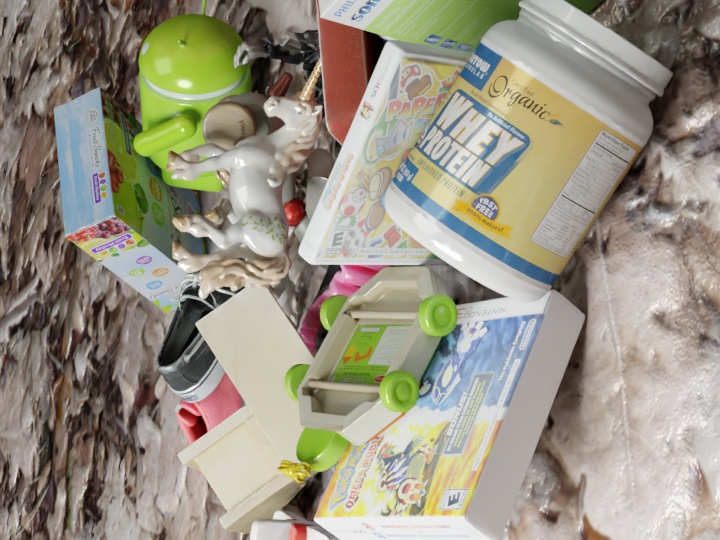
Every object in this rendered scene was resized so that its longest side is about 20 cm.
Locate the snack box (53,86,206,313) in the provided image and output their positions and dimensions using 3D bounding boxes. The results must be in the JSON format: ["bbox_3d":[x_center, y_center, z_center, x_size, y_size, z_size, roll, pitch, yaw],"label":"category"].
[{"bbox_3d":[-0.242,-0.073,1.779,0.068,0.200,0.169,-21,58,16],"label":"snack box"}]

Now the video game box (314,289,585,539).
[{"bbox_3d":[0.067,0.115,1.289,0.182,0.047,0.200,-14,44,52],"label":"video game box"}]

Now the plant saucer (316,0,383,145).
[{"bbox_3d":[0.002,-0.198,1.464,0.037,0.200,0.200,-7,79,12],"label":"plant saucer"}]

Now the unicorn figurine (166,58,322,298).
[{"bbox_3d":[-0.097,-0.078,1.445,0.074,0.137,0.201,160,107,-81],"label":"unicorn figurine"}]

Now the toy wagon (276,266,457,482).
[{"bbox_3d":[-0.002,0.086,1.338,0.155,0.040,0.200,-1,56,56],"label":"toy wagon"}]

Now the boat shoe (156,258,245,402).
[{"bbox_3d":[-0.151,0.032,1.661,0.073,0.068,0.200,2,53,37],"label":"boat shoe"}]

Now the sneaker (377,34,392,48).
[{"bbox_3d":[0.052,-0.250,1.477,0.075,0.085,0.200,-1,47,20],"label":"sneaker"}]

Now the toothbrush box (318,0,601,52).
[{"bbox_3d":[0.084,-0.246,1.307,0.146,0.200,0.086,-41,49,47],"label":"toothbrush box"}]

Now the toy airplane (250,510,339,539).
[{"bbox_3d":[-0.074,0.303,1.400,0.199,0.141,0.200,61,149,25],"label":"toy airplane"}]

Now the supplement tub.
[{"bbox_3d":[0.125,-0.093,1.228,0.200,0.144,0.145,-58,36,9],"label":"supplement tub"}]

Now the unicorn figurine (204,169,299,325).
[{"bbox_3d":[-0.097,-0.003,1.599,0.074,0.137,0.201,0,75,20],"label":"unicorn figurine"}]

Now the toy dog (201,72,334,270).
[{"bbox_3d":[-0.060,-0.103,1.546,0.096,0.200,0.132,-39,33,8],"label":"toy dog"}]

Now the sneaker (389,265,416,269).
[{"bbox_3d":[0.066,-0.096,1.418,0.200,0.104,0.060,-49,-6,-11],"label":"sneaker"}]

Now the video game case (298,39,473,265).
[{"bbox_3d":[0.058,-0.086,1.305,0.023,0.200,0.182,39,116,36],"label":"video game case"}]

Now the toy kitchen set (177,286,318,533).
[{"bbox_3d":[-0.064,0.115,1.507,0.200,0.180,0.163,-35,74,2],"label":"toy kitchen set"}]

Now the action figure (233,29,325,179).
[{"bbox_3d":[-0.074,-0.174,1.634,0.200,0.102,0.119,-62,24,28],"label":"action figure"}]

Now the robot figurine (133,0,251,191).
[{"bbox_3d":[-0.172,-0.179,1.735,0.176,0.115,0.200,-71,-12,-46],"label":"robot figurine"}]

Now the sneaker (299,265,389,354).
[{"bbox_3d":[0.000,0.000,1.508,0.095,0.079,0.200,-84,14,-67],"label":"sneaker"}]

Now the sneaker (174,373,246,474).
[{"bbox_3d":[-0.146,0.121,1.669,0.074,0.087,0.201,-52,41,41],"label":"sneaker"}]
